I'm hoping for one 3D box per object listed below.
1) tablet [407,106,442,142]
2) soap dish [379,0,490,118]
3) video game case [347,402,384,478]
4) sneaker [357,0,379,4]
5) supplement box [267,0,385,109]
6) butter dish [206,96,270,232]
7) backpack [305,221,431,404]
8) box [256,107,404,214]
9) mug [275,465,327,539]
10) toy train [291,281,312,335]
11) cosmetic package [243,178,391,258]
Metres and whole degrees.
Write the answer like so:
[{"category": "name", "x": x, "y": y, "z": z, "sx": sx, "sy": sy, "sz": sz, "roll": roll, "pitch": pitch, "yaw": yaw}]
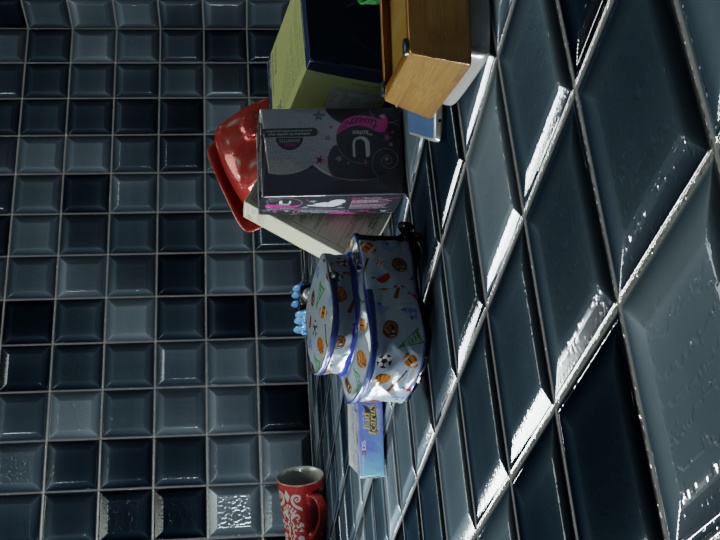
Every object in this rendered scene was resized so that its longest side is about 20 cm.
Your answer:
[{"category": "tablet", "x": 0.076, "y": -0.222, "z": 1.346, "sx": 0.200, "sy": 0.014, "sz": 0.130, "roll": -121, "pitch": 30, "yaw": -79}, {"category": "soap dish", "x": 0.067, "y": -0.249, "z": 1.116, "sx": 0.200, "sy": 0.081, "sz": 0.158, "roll": 138, "pitch": 131, "yaw": -80}, {"category": "video game case", "x": 0.007, "y": 0.236, "z": 1.899, "sx": 0.181, "sy": 0.045, "sz": 0.201, "roll": 152, "pitch": 117, "yaw": -84}, {"category": "sneaker", "x": 0.028, "y": -0.372, "z": 1.433, "sx": 0.200, "sy": 0.083, "sz": 0.074, "roll": -120, "pitch": 29, "yaw": -78}, {"category": "supplement box", "x": -0.048, "y": -0.302, "z": 1.705, "sx": 0.200, "sy": 0.134, "sz": 0.200, "roll": 119, "pitch": 152, "yaw": -48}, {"category": "butter dish", "x": -0.151, "y": -0.199, "z": 1.801, "sx": 0.200, "sy": 0.200, "sz": 0.148, "roll": 62, "pitch": -178, "yaw": 28}, {"category": "backpack", "x": 0.013, "y": 0.068, "z": 1.415, "sx": 0.200, "sy": 0.154, "sz": 0.191, "roll": 101, "pitch": 156, "yaw": -50}, {"category": "box", "x": -0.045, "y": -0.154, "z": 1.599, "sx": 0.115, "sy": 0.199, "sz": 0.133, "roll": 128, "pitch": 140, "yaw": -77}, {"category": "mug", "x": -0.159, "y": 0.662, "z": 3.110, "sx": 0.178, "sy": 0.133, "sz": 0.201, "roll": -109, "pitch": 16, "yaw": -75}, {"category": "toy train", "x": -0.086, "y": 0.076, "z": 2.399, "sx": 0.200, "sy": 0.114, "sz": 0.087, "roll": 105, "pitch": 160, "yaw": -69}, {"category": "cosmetic package", "x": -0.065, "y": -0.085, "z": 1.693, "sx": 0.104, "sy": 0.200, "sz": 0.073, "roll": -60, "pitch": -1, "yaw": -18}]
